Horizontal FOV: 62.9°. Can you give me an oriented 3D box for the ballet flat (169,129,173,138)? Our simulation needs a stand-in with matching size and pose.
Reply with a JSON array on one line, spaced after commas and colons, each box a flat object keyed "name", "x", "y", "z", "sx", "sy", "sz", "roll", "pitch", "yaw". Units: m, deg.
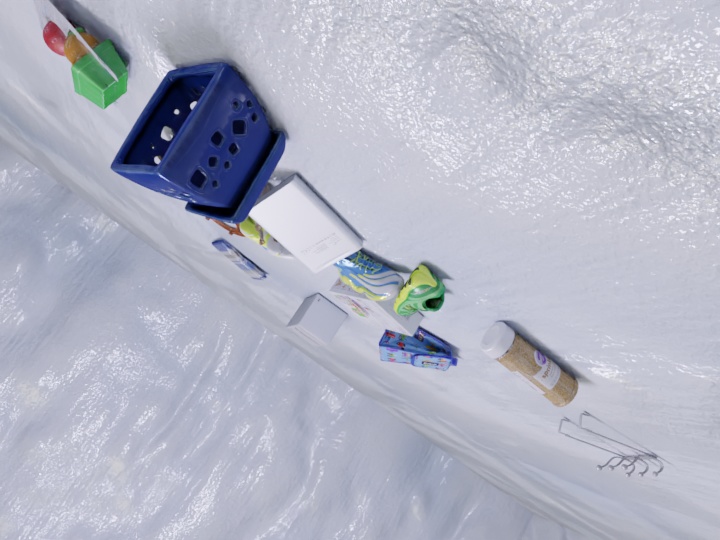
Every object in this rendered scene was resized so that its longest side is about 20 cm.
[{"name": "ballet flat", "x": -0.349, "y": -0.248, "z": 1.191, "sx": 0.073, "sy": 0.073, "sz": 0.200, "roll": 34, "pitch": 164, "yaw": -3}]

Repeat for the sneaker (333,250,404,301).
[{"name": "sneaker", "x": 0.000, "y": 0.000, "z": 1.218, "sx": 0.199, "sy": 0.076, "sz": 0.105, "roll": 13, "pitch": 153, "yaw": 52}]

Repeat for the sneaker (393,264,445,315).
[{"name": "sneaker", "x": 0.118, "y": 0.058, "z": 1.160, "sx": 0.083, "sy": 0.074, "sz": 0.200, "roll": 35, "pitch": 164, "yaw": 7}]

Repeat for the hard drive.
[{"name": "hard drive", "x": -0.107, "y": -0.085, "z": 1.150, "sx": 0.131, "sy": 0.026, "sz": 0.200, "roll": -27, "pitch": 125, "yaw": 29}]

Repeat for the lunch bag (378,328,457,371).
[{"name": "lunch bag", "x": 0.154, "y": 0.202, "z": 1.512, "sx": 0.199, "sy": 0.095, "sz": 0.151, "roll": 17, "pitch": 160, "yaw": 11}]

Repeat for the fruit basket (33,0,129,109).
[{"name": "fruit basket", "x": -0.509, "y": -0.404, "z": 1.067, "sx": 0.201, "sy": 0.094, "sz": 0.185, "roll": 53, "pitch": 159, "yaw": -10}]

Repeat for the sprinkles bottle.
[{"name": "sprinkles bottle", "x": 0.324, "y": 0.181, "z": 1.128, "sx": 0.199, "sy": 0.068, "sz": 0.068, "roll": 37, "pitch": 163, "yaw": -12}]

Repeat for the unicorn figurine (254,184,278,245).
[{"name": "unicorn figurine", "x": -0.214, "y": -0.127, "z": 1.250, "sx": 0.200, "sy": 0.073, "sz": 0.138, "roll": -49, "pitch": 53, "yaw": 53}]

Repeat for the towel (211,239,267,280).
[{"name": "towel", "x": -0.407, "y": -0.035, "z": 1.978, "sx": 0.200, "sy": 0.024, "sz": 0.147, "roll": 42, "pitch": 164, "yaw": -19}]

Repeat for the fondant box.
[{"name": "fondant box", "x": 0.035, "y": 0.080, "z": 1.410, "sx": 0.144, "sy": 0.058, "sz": 0.199, "roll": 43, "pitch": 160, "yaw": -30}]

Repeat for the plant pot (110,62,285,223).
[{"name": "plant pot", "x": -0.248, "y": -0.192, "z": 0.950, "sx": 0.199, "sy": 0.201, "sz": 0.180, "roll": 15, "pitch": 163, "yaw": 46}]

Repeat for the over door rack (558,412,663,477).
[{"name": "over door rack", "x": 0.554, "y": 0.408, "z": 1.335, "sx": 0.199, "sy": 0.067, "sz": 0.148, "roll": 31, "pitch": 162, "yaw": 9}]

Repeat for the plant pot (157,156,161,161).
[{"name": "plant pot", "x": -0.368, "y": -0.209, "z": 1.302, "sx": 0.200, "sy": 0.027, "sz": 0.200, "roll": 45, "pitch": -175, "yaw": -5}]

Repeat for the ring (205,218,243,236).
[{"name": "ring", "x": -0.401, "y": -0.153, "z": 1.641, "sx": 0.200, "sy": 0.019, "sz": 0.201, "roll": 31, "pitch": 164, "yaw": 10}]

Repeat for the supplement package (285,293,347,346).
[{"name": "supplement package", "x": -0.141, "y": 0.160, "z": 1.855, "sx": 0.117, "sy": 0.118, "sz": 0.200, "roll": 37, "pitch": 163, "yaw": -9}]

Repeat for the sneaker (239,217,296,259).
[{"name": "sneaker", "x": -0.189, "y": -0.071, "z": 1.381, "sx": 0.199, "sy": 0.076, "sz": 0.105, "roll": 32, "pitch": 176, "yaw": 32}]
